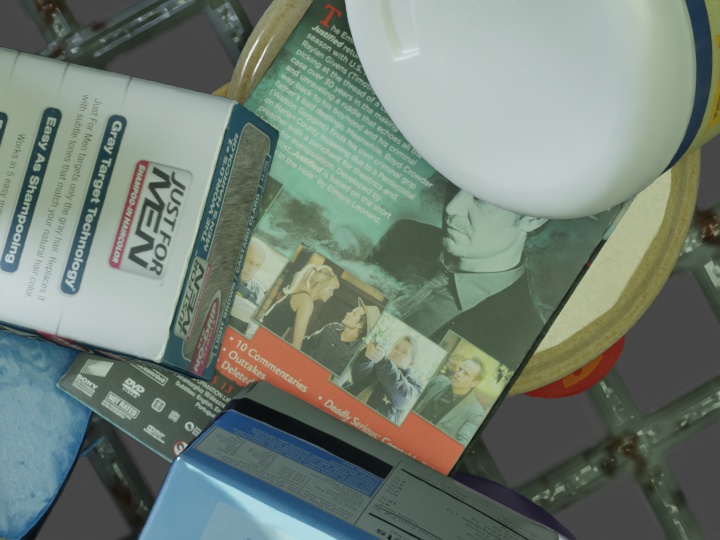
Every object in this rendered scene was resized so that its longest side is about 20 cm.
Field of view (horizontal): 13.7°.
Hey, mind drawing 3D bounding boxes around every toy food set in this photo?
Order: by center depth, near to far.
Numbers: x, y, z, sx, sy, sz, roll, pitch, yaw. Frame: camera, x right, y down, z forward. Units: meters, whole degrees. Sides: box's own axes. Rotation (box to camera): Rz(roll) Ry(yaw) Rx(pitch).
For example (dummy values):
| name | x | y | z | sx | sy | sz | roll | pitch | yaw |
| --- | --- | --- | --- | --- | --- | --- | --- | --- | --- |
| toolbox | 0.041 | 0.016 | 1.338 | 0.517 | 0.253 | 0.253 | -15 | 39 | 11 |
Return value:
| name | x | y | z | sx | sy | sz | roll | pitch | yaw |
| --- | --- | --- | --- | --- | --- | --- | --- | --- | --- |
| toy food set | 0.039 | -0.040 | 1.186 | 0.198 | 0.049 | 0.200 | 36 | 90 | -9 |

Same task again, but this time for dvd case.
| name | x | y | z | sx | sy | sz | roll | pitch | yaw |
| --- | --- | --- | --- | --- | --- | --- | --- | --- | --- |
| dvd case | 0.000 | 0.000 | 1.130 | 0.146 | 0.022 | 0.200 | 33 | 88 | 3 |

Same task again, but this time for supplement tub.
| name | x | y | z | sx | sy | sz | roll | pitch | yaw |
| --- | --- | --- | --- | --- | --- | --- | --- | --- | --- |
| supplement tub | 0.105 | -0.120 | 1.082 | 0.200 | 0.144 | 0.145 | -34 | 101 | -40 |

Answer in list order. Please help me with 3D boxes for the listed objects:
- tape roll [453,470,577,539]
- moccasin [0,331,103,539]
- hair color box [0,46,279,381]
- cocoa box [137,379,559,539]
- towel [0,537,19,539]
| name | x | y | z | sx | sy | sz | roll | pitch | yaw |
| --- | --- | --- | --- | --- | --- | --- | --- | --- | --- |
| tape roll | 0.020 | 0.181 | 1.188 | 0.199 | 0.085 | 0.201 | -1 | 96 | -8 |
| moccasin | -0.168 | 0.100 | 1.166 | 0.080 | 0.068 | 0.200 | 33 | 90 | -1 |
| hair color box | -0.140 | -0.031 | 1.112 | 0.199 | 0.061 | 0.100 | 14 | 84 | 18 |
| cocoa box | -0.034 | 0.164 | 1.057 | 0.133 | 0.131 | 0.200 | 26 | 102 | 5 |
| towel | -0.151 | 0.180 | 1.118 | 0.048 | 0.200 | 0.172 | 26 | 92 | 23 |
